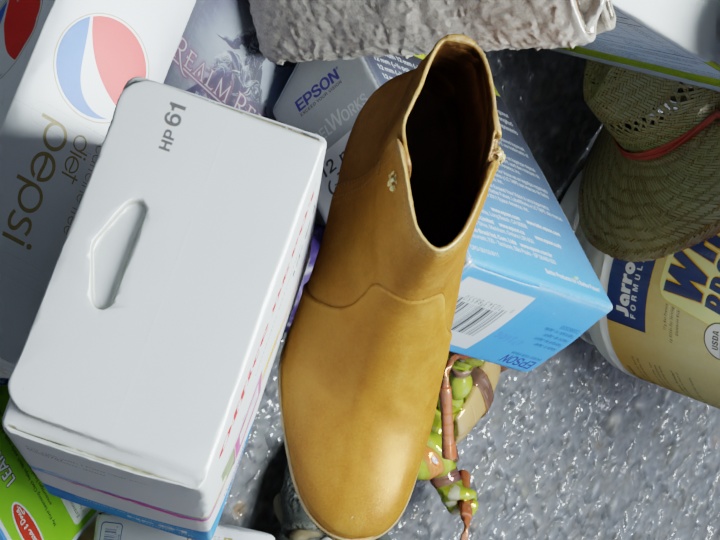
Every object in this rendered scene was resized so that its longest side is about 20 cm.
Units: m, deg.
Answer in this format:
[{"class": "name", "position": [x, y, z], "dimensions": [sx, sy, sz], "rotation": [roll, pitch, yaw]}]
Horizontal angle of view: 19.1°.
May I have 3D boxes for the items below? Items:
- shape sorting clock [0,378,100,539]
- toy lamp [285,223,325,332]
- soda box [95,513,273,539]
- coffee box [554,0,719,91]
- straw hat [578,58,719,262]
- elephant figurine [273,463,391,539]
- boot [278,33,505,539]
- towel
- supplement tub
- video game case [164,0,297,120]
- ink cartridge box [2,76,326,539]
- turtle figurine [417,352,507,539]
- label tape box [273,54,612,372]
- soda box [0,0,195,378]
[{"class": "shape sorting clock", "position": [-0.156, 0.055, 0.991], "dimensions": [0.199, 0.039, 0.202], "rotation": [-11, 104, -52]}, {"class": "toy lamp", "position": [0.000, 0.000, 1.090], "dimensions": [0.200, 0.058, 0.059], "rotation": [-12, 115, -64]}, {"class": "soda box", "position": [-0.094, 0.218, 0.997], "dimensions": [0.068, 0.063, 0.202], "rotation": [23, 72, -63]}, {"class": "coffee box", "position": [0.127, -0.217, 1.066], "dimensions": [0.197, 0.199, 0.201], "rotation": [19, 91, -50]}, {"class": "straw hat", "position": [0.172, -0.111, 1.194], "dimensions": [0.085, 0.201, 0.202], "rotation": [40, 75, -28]}, {"class": "elephant figurine", "position": [-0.019, 0.187, 1.138], "dimensions": [0.200, 0.141, 0.156], "rotation": [-49, 166, -44]}, {"class": "boot", "position": [0.013, 0.010, 0.900], "dimensions": [0.070, 0.144, 0.203], "rotation": [8, 78, -10]}, {"class": "towel", "position": [0.018, -0.160, 0.959], "dimensions": [0.034, 0.199, 0.134], "rotation": [-32, 114, -49]}, {"class": "supplement tub", "position": [0.221, 0.009, 1.258], "dimensions": [0.144, 0.199, 0.146], "rotation": [-20, 119, -41]}, {"class": "video game case", "position": [-0.080, -0.045, 1.025], "dimensions": [0.143, 0.019, 0.201], "rotation": [42, 65, -47]}, {"class": "ink cartridge box", "position": [-0.077, 0.024, 0.877], "dimensions": [0.200, 0.084, 0.146], "rotation": [99, 10, -77]}, {"class": "turtle figurine", "position": [0.059, 0.068, 1.197], "dimensions": [0.162, 0.064, 0.201], "rotation": [-55, 158, -34]}, {"class": "label tape box", "position": [0.030, -0.055, 1.075], "dimensions": [0.066, 0.201, 0.143], "rotation": [-39, 151, 22]}, {"class": "soda box", "position": [-0.138, -0.057, 0.912], "dimensions": [0.063, 0.068, 0.201], "rotation": [29, 73, -32]}]
